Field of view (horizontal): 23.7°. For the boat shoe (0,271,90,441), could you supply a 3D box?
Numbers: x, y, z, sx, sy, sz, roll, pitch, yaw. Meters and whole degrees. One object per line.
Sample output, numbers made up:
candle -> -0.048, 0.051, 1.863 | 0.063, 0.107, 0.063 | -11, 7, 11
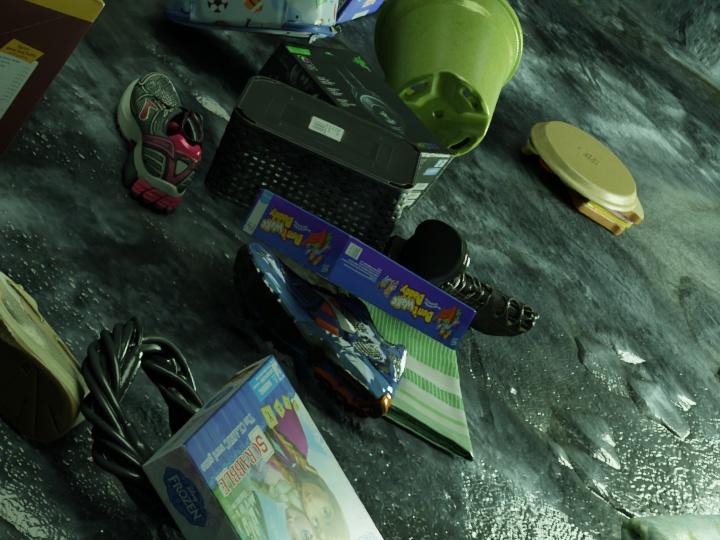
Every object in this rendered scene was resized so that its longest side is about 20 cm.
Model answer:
boat shoe -> -0.274, 0.039, 1.279 | 0.200, 0.072, 0.065 | 47, 19, 2

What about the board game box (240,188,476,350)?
board game box -> 0.000, 0.000, 1.617 | 0.134, 0.045, 0.200 | 30, 0, 45

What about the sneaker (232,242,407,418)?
sneaker -> -0.037, 0.047, 1.580 | 0.200, 0.075, 0.078 | 46, 55, -7

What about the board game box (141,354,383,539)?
board game box -> -0.061, 0.186, 1.285 | 0.200, 0.041, 0.200 | 59, 22, -7

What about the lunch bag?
lunch bag -> -0.119, -0.308, 1.986 | 0.199, 0.076, 0.160 | 8, 6, 6

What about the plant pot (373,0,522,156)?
plant pot -> 0.107, -0.248, 2.220 | 0.200, 0.200, 0.185 | 32, 37, -18

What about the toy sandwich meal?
toy sandwich meal -> 0.314, -0.133, 2.451 | 0.204, 0.070, 0.206 | 28, 29, -17

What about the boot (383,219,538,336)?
boot -> 0.114, 0.017, 1.793 | 0.174, 0.070, 0.200 | 27, -13, -21

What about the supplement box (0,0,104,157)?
supplement box -> -0.360, -0.212, 1.421 | 0.197, 0.200, 0.133 | 13, 35, -46

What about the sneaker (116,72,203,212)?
sneaker -> -0.189, -0.139, 1.704 | 0.080, 0.075, 0.200 | 26, 27, -29

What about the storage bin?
storage bin -> -0.047, -0.108, 1.783 | 0.199, 0.094, 0.135 | 25, 26, -4

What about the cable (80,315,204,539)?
cable -> -0.157, 0.120, 1.298 | 0.163, 0.051, 0.201 | 27, 34, -53

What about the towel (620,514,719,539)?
towel -> 0.370, 0.330, 1.746 | 0.171, 0.048, 0.200 | 11, 36, -49

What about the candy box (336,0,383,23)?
candy box -> -0.058, -0.448, 2.432 | 0.200, 0.077, 0.169 | 44, 23, 5

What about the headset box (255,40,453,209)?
headset box -> -0.019, -0.169, 1.984 | 0.200, 0.093, 0.174 | 49, 25, 21

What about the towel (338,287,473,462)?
towel -> 0.044, 0.092, 1.710 | 0.152, 0.023, 0.200 | 31, 25, -21
